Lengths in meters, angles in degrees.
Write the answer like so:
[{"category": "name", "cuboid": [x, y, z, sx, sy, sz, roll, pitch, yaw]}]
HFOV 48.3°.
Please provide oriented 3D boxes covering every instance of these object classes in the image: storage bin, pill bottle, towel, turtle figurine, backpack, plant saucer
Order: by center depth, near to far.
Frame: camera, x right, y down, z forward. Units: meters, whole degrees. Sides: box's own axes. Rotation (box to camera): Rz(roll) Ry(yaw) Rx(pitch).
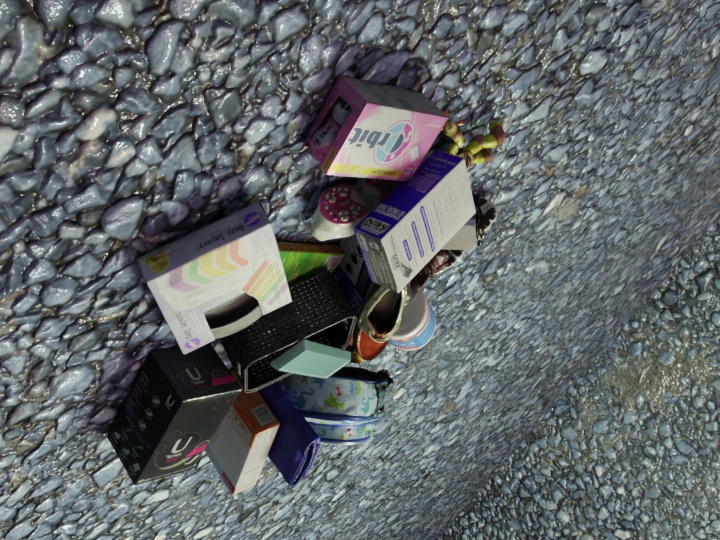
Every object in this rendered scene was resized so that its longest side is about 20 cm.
[{"category": "storage bin", "cuboid": [-0.117, 0.099, 1.301, 0.198, 0.094, 0.136, -25, 158, -19]}, {"category": "turtle figurine", "cuboid": [0.163, -0.191, 1.306, 0.160, 0.065, 0.201, -26, 149, -28]}, {"category": "plant saucer", "cuboid": [-0.075, 0.150, 1.318, 0.070, 0.019, 0.200, -35, 160, 11]}, {"category": "towel", "cuboid": [-0.147, 0.264, 1.426, 0.049, 0.200, 0.149, -20, 148, -39]}, {"category": "backpack", "cuboid": [-0.052, 0.249, 1.503, 0.200, 0.180, 0.149, 27, 67, -69]}, {"category": "pill bottle", "cuboid": [0.090, 0.096, 1.574, 0.112, 0.113, 0.200, -41, 160, 0]}]

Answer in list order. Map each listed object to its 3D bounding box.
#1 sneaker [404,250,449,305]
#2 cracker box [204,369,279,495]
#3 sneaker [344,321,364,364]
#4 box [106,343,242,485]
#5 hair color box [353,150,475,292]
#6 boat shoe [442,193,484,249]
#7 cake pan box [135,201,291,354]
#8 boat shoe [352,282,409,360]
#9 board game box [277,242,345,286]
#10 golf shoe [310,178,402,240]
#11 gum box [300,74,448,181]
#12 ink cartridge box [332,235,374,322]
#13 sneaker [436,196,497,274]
[{"category": "sneaker", "cuboid": [0.103, -0.007, 1.398, 0.114, 0.077, 0.200, -23, -168, 5]}, {"category": "cracker box", "cuboid": [-0.221, 0.289, 1.438, 0.057, 0.134, 0.201, -17, 146, -38]}, {"category": "sneaker", "cuboid": [-0.034, 0.141, 1.511, 0.198, 0.090, 0.070, -16, 144, -41]}, {"category": "box", "cuboid": [-0.297, 0.226, 1.275, 0.121, 0.106, 0.201, -5, 135, -50]}, {"category": "hair color box", "cuboid": [0.086, -0.076, 1.215, 0.200, 0.064, 0.110, -45, 136, -26]}, {"category": "boat shoe", "cuboid": [0.112, -0.085, 1.346, 0.093, 0.197, 0.075, -73, 163, -46]}, {"category": "cake pan box", "cuboid": [-0.197, 0.017, 1.125, 0.182, 0.053, 0.201, -24, 146, -13]}, {"category": "boat shoe", "cuboid": [0.033, 0.077, 1.297, 0.070, 0.063, 0.202, 13, 126, -10]}, {"category": "board game box", "cuboid": [-0.114, -0.001, 1.266, 0.199, 0.030, 0.096, -2, 135, -56]}, {"category": "golf shoe", "cuboid": [0.003, -0.099, 1.244, 0.198, 0.076, 0.092, -17, 160, -36]}, {"category": "gum box", "cuboid": [0.019, -0.192, 1.111, 0.199, 0.066, 0.114, -4, 134, -50]}, {"category": "ink cartridge box", "cuboid": [0.000, 0.000, 1.343, 0.044, 0.094, 0.201, -21, 147, -31]}, {"category": "sneaker", "cuboid": [0.182, -0.052, 1.530, 0.199, 0.081, 0.084, -36, 160, -10]}]
